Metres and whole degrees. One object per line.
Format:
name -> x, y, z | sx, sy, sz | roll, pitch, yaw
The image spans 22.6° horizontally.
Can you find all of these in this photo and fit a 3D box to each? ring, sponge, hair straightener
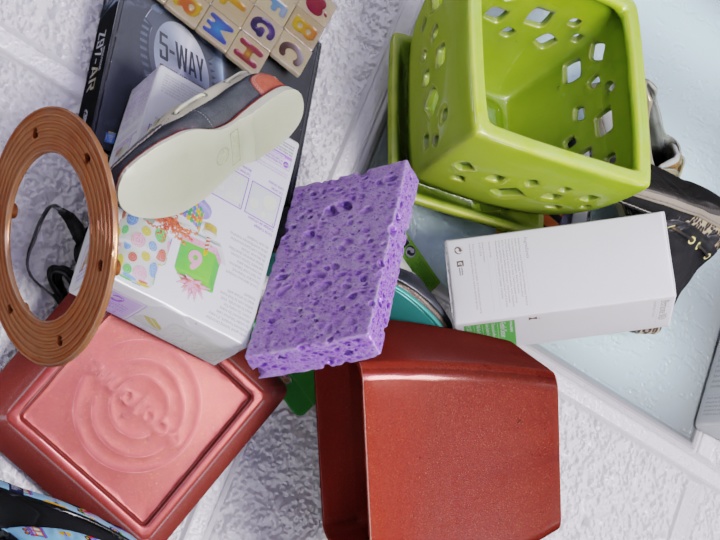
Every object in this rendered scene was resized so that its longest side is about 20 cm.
ring -> -0.239, -0.026, 1.407 | 0.019, 0.199, 0.203 | 2, 83, -40
sponge -> -0.021, -0.002, 1.471 | 0.030, 0.110, 0.201 | 59, 31, -37
hair straightener -> -0.220, 0.040, 1.499 | 0.077, 0.041, 0.202 | -33, 107, -29

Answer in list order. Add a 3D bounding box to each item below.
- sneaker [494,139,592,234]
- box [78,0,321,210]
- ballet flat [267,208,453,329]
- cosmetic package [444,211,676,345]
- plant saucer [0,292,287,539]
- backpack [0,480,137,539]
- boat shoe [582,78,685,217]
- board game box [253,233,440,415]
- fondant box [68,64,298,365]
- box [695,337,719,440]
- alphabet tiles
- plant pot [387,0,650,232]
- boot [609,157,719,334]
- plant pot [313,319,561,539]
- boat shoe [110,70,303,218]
sneaker -> 0.175, -0.055, 1.736 | 0.089, 0.070, 0.202 | 5, 65, 3
box -> -0.140, -0.153, 1.570 | 0.198, 0.043, 0.162 | 18, 76, -28
ballet flat -> 0.000, 0.000, 1.596 | 0.198, 0.073, 0.074 | 25, 72, -18
cosmetic package -> 0.179, 0.011, 1.626 | 0.197, 0.108, 0.086 | -7, 72, 6
plant saucer -> -0.186, 0.110, 1.480 | 0.200, 0.037, 0.200 | 43, 79, -14
backpack -> -0.249, 0.247, 1.380 | 0.199, 0.182, 0.136 | 23, 96, -30
boat shoe -> 0.284, -0.100, 1.777 | 0.201, 0.068, 0.075 | 61, 32, -30
board game box -> -0.020, 0.035, 1.631 | 0.200, 0.030, 0.096 | -44, 105, -30
fondant box -> -0.141, -0.046, 1.474 | 0.143, 0.058, 0.202 | 28, 56, -25
box -> 0.457, 0.097, 1.864 | 0.151, 0.106, 0.202 | 29, 71, -25
alphabet tiles -> -0.114, -0.264, 1.583 | 0.199, 0.006, 0.167 | 38, 49, -14
plant pot -> 0.131, -0.149, 1.639 | 0.198, 0.181, 0.201 | 14, 61, -28
boot -> 0.270, -0.021, 1.736 | 0.199, 0.073, 0.151 | 13, 117, -45
plant pot -> 0.066, 0.145, 1.522 | 0.174, 0.200, 0.203 | -6, 102, -12
boat shoe -> -0.132, -0.104, 1.430 | 0.199, 0.062, 0.072 | -35, 141, -37
